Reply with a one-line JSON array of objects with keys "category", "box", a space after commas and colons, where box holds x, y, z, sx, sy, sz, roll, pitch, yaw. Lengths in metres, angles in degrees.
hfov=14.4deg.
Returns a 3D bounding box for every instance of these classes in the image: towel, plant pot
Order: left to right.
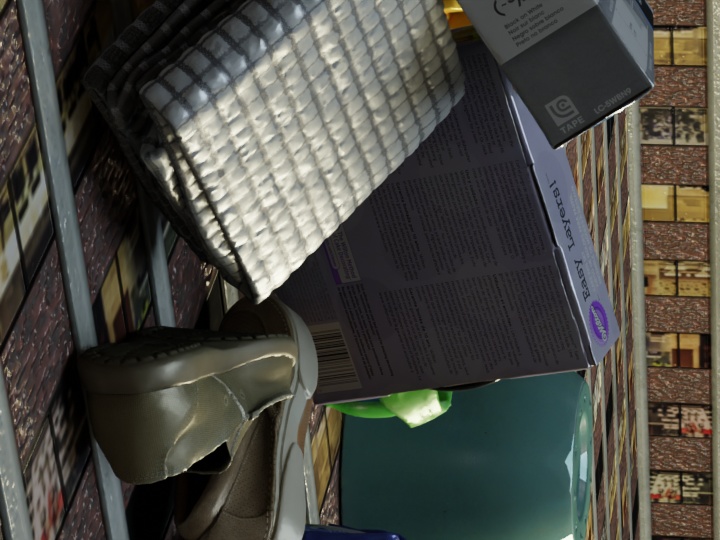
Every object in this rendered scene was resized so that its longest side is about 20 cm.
[{"category": "towel", "box": [-0.043, -0.095, 1.388, 0.166, 0.086, 0.200, -43, 153, -9]}, {"category": "plant pot", "box": [0.083, 0.137, 2.049, 0.201, 0.160, 0.202, 2, 90, -80]}]

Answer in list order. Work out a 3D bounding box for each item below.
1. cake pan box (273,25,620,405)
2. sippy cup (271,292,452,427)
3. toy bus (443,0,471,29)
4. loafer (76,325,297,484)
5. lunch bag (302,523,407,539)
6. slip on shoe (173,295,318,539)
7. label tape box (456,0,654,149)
[{"category": "cake pan box", "box": [0.031, -0.026, 1.555, 0.052, 0.183, 0.201, -39, 114, -53]}, {"category": "sippy cup", "box": [0.000, 0.000, 1.706, 0.140, 0.177, 0.130, -55, 146, -15]}, {"category": "toy bus", "box": [0.008, -0.241, 1.714, 0.192, 0.135, 0.202, -18, 113, -64]}, {"category": "loafer", "box": [-0.087, 0.065, 1.401, 0.200, 0.076, 0.068, -5, 98, -69]}, {"category": "lunch bag", "box": [-0.029, 0.226, 1.604, 0.200, 0.123, 0.171, 117, -24, -83]}, {"category": "slip on shoe", "box": [-0.069, 0.081, 1.515, 0.060, 0.076, 0.201, 30, 38, -26]}, {"category": "label tape box", "box": [0.069, -0.175, 1.416, 0.200, 0.063, 0.144, 55, 16, -14]}]
